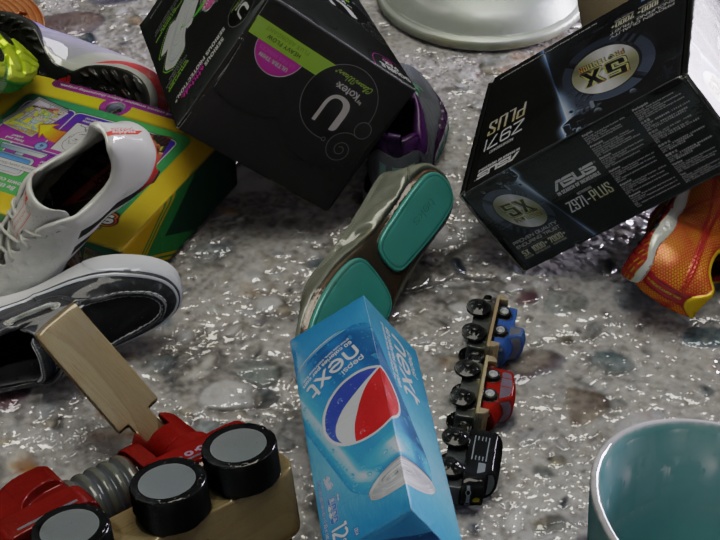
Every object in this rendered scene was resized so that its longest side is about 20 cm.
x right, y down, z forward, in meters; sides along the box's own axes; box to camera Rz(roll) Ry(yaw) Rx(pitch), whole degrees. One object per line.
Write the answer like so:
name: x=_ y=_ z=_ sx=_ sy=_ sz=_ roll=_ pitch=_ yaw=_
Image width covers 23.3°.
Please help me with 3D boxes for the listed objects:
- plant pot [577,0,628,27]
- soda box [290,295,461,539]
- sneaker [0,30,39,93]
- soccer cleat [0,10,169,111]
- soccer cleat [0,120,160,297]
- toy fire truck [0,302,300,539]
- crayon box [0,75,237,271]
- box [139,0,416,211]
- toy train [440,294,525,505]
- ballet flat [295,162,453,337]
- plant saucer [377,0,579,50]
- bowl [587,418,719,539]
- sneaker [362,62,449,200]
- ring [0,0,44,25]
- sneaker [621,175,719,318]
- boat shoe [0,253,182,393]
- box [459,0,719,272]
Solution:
plant pot: x=0.269 y=-0.192 z=1.436 sx=0.198 sy=0.200 sz=0.136 roll=7 pitch=75 yaw=9
soda box: x=0.009 y=0.112 z=1.100 sx=0.064 sy=0.068 sz=0.201 roll=-32 pitch=36 yaw=14
sneaker: x=-0.326 y=-0.165 z=1.423 sx=0.200 sy=0.074 sz=0.084 roll=23 pitch=85 yaw=53
soccer cleat: x=-0.243 y=-0.167 z=1.480 sx=0.199 sy=0.069 sz=0.073 roll=23 pitch=16 yaw=22
soccer cleat: x=-0.223 y=-0.030 z=1.218 sx=0.069 sy=0.200 sz=0.085 roll=50 pitch=11 yaw=16
toy fire truck: x=-0.158 y=0.124 z=1.073 sx=0.175 sy=0.130 sz=0.200 roll=-24 pitch=33 yaw=-27
crayon box: x=-0.223 y=-0.068 z=1.353 sx=0.199 sy=0.059 sz=0.173 roll=17 pitch=42 yaw=20
box: x=-0.069 y=-0.168 z=1.364 sx=0.148 sy=0.125 sz=0.200 roll=28 pitch=19 yaw=-28
toy train: x=0.084 y=0.084 z=1.181 sx=0.045 sy=0.034 sz=0.201 roll=9 pitch=39 yaw=5
ballet flat: x=0.000 y=0.000 z=1.268 sx=0.063 sy=0.068 sz=0.200 roll=-4 pitch=40 yaw=46
plant saucer: x=0.113 y=-0.276 z=1.627 sx=0.198 sy=0.051 sz=0.201 roll=0 pitch=37 yaw=0
bowl: x=0.206 y=0.186 z=0.972 sx=0.199 sy=0.106 sz=0.201 roll=14 pitch=29 yaw=-8
sneaker: x=0.037 y=-0.129 z=1.408 sx=0.074 sy=0.088 sz=0.201 roll=0 pitch=38 yaw=-1
ring: x=-0.382 y=-0.206 z=1.561 sx=0.198 sy=0.019 sz=0.201 roll=1 pitch=38 yaw=-1
sneaker: x=0.257 y=-0.028 z=1.313 sx=0.077 sy=0.073 sz=0.200 roll=37 pitch=44 yaw=2
boat shoe: x=-0.215 y=0.046 z=1.197 sx=0.198 sy=0.072 sz=0.068 roll=-13 pitch=38 yaw=-12
box: x=0.186 y=-0.114 z=1.309 sx=0.199 sy=0.086 sz=0.164 roll=-27 pitch=27 yaw=31
